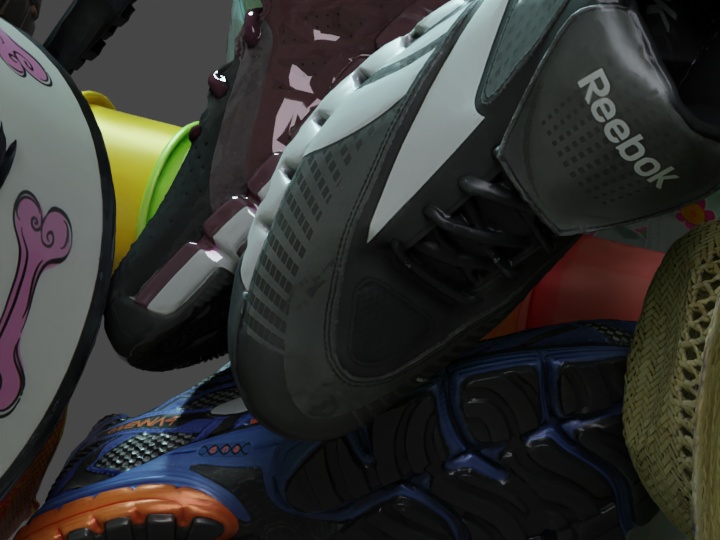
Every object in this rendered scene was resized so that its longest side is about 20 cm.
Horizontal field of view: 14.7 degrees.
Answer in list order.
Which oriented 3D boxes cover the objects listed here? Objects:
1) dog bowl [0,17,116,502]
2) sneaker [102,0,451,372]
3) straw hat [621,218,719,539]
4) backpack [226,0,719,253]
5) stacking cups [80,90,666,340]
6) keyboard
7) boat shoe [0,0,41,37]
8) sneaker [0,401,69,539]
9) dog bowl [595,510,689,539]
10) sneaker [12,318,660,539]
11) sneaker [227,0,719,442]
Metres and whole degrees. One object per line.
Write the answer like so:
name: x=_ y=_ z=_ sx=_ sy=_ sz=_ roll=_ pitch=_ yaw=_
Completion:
dog bowl: x=-0.169 y=-0.006 z=0.737 sx=0.199 sy=0.074 sz=0.201 roll=-11 pitch=59 yaw=18
sneaker: x=-0.014 y=-0.073 z=0.752 sx=0.200 sy=0.076 sz=0.116 roll=-42 pitch=73 yaw=5
straw hat: x=0.111 y=0.033 z=0.687 sx=0.085 sy=0.202 sz=0.201 roll=10 pitch=43 yaw=46
backpack: x=0.056 y=-0.071 z=0.849 sx=0.199 sy=0.127 sz=0.167 roll=12 pitch=44 yaw=9
stacking cups: x=0.000 y=0.000 z=0.813 sx=0.199 sy=0.061 sz=0.061 roll=16 pitch=51 yaw=20
keyboard: x=-0.043 y=-0.131 z=0.920 sx=0.040 sy=0.104 sz=0.200 roll=35 pitch=54 yaw=-9
boat shoe: x=-0.169 y=-0.057 z=0.859 sx=0.073 sy=0.075 sz=0.200 roll=24 pitch=53 yaw=16
sneaker: x=-0.118 y=0.068 z=0.764 sx=0.073 sy=0.077 sz=0.201 roll=15 pitch=68 yaw=28
dog bowl: x=0.146 y=0.102 z=0.756 sx=0.199 sy=0.059 sz=0.201 roll=1 pitch=51 yaw=-1
sneaker: x=-0.004 y=0.046 z=0.755 sx=0.199 sy=0.076 sz=0.079 roll=-14 pitch=36 yaw=14
sneaker: x=0.044 y=-0.034 z=0.660 sx=0.200 sy=0.066 sz=0.091 roll=-48 pitch=23 yaw=4
